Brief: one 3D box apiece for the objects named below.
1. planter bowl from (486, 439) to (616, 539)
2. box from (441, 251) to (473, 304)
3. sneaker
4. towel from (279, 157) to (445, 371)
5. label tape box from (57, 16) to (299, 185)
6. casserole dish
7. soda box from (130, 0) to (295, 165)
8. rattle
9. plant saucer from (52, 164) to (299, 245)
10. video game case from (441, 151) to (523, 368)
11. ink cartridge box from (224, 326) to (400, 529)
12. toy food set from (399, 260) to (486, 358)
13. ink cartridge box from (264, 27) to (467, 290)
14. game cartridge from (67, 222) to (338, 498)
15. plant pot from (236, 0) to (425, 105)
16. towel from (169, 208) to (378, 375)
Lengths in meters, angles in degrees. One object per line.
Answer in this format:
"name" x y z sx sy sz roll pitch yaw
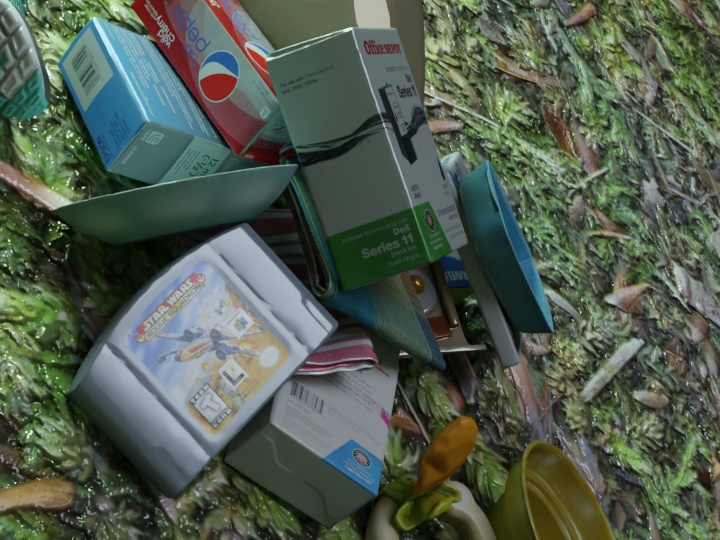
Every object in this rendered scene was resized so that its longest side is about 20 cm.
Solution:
"planter bowl" 0.165 0.262 1.634 0.200 0.083 0.201 48 26 -33
"box" 0.040 -0.036 1.797 0.122 0.048 0.200 -3 63 -51
"sneaker" -0.303 -0.218 1.491 0.200 0.078 0.091 60 28 6
"towel" 0.000 0.000 1.545 0.200 0.022 0.147 36 28 -52
"label tape box" -0.154 -0.130 1.585 0.200 0.066 0.143 19 31 -46
"casserole dish" 0.140 -0.017 1.742 0.200 0.039 0.121 61 13 -46
"soda box" -0.118 -0.183 1.572 0.070 0.063 0.200 11 37 -54
"rattle" 0.092 0.248 1.511 0.130 0.143 0.200 21 44 -39
"plant saucer" -0.144 -0.049 1.442 0.201 0.201 0.039 -12 92 -56
"video game case" 0.120 -0.015 1.806 0.182 0.022 0.200 -56 126 -78
"ink cartridge box" -0.036 0.106 1.537 0.115 0.068 0.200 37 36 -19
"toy food set" 0.027 -0.008 1.686 0.143 0.060 0.200 -4 65 -27
"ink cartridge box" 0.008 -0.097 1.484 0.147 0.083 0.200 -27 98 -73
"game cartridge" -0.125 0.061 1.401 0.133 0.042 0.200 49 65 -12
"plant pot" -0.016 -0.183 1.638 0.187 0.187 0.200 11 58 -48
"towel" -0.078 0.011 1.523 0.146 0.030 0.200 0 44 -23
